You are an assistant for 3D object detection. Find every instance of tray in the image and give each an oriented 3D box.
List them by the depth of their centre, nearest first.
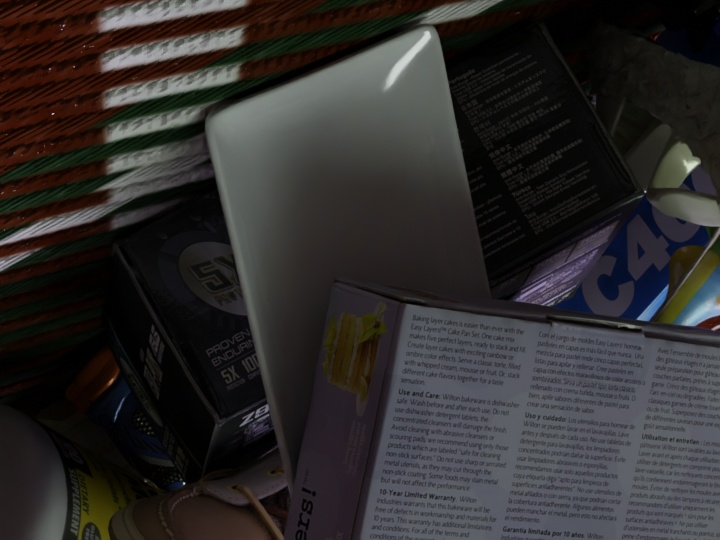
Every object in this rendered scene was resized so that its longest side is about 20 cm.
[{"bbox_3d":[0.001,0.016,1.115,0.107,0.201,0.022,-25,-157,-31],"label":"tray"}]

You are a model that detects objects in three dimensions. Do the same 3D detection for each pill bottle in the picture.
[{"bbox_3d":[-0.124,0.139,1.295,0.112,0.113,0.200,-33,144,16],"label":"pill bottle"}]

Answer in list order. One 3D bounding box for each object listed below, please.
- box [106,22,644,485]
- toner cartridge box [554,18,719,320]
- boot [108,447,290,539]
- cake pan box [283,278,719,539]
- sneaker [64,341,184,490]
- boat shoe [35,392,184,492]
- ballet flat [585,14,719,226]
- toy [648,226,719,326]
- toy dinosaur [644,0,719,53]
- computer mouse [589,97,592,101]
[{"bbox_3d":[0.000,0.000,1.243,0.199,0.086,0.164,-28,170,-12],"label":"box"},{"bbox_3d":[0.123,-0.017,1.359,0.043,0.095,0.200,13,124,-48],"label":"toner cartridge box"},{"bbox_3d":[-0.009,0.086,1.193,0.154,0.072,0.200,-34,170,10],"label":"boot"},{"bbox_3d":[0.062,0.104,1.135,0.199,0.185,0.052,6,-172,-36],"label":"cake pan box"},{"bbox_3d":[-0.043,0.046,1.376,0.199,0.079,0.075,-24,169,-34],"label":"sneaker"},{"bbox_3d":[-0.114,0.095,1.459,0.073,0.063,0.201,-29,170,-8],"label":"boat shoe"},{"bbox_3d":[0.129,-0.057,1.201,0.072,0.072,0.200,-29,-160,-9],"label":"ballet flat"},{"bbox_3d":[0.109,0.067,1.237,0.200,0.047,0.115,-56,173,-9],"label":"toy"},{"bbox_3d":[0.197,-0.133,1.238,0.136,0.102,0.200,-44,148,-1],"label":"toy dinosaur"},{"bbox_3d":[0.120,-0.073,1.397,0.200,0.034,0.059,-33,169,10],"label":"computer mouse"}]
